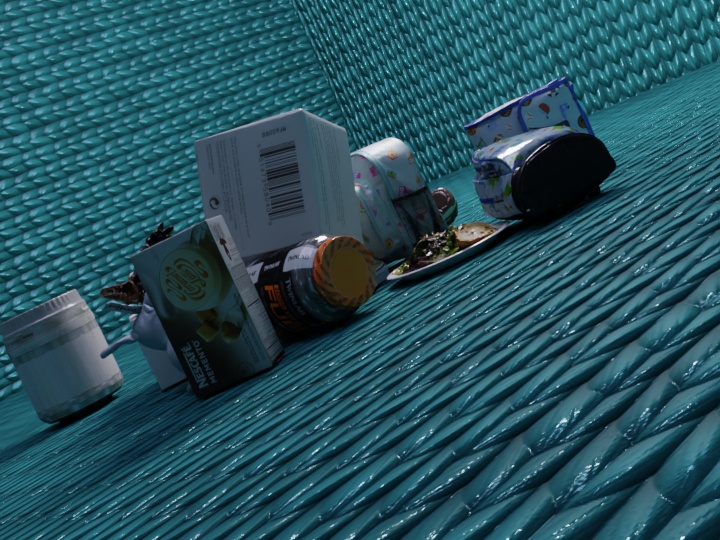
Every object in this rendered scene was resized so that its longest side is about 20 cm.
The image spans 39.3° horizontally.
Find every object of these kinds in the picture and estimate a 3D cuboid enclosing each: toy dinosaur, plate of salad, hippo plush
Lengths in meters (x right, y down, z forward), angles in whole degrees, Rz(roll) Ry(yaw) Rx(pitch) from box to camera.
[{"bbox_3d":[-0.321,0.016,1.584,0.136,0.102,0.200,-48,5,34],"label":"toy dinosaur"},{"bbox_3d":[0.124,-0.038,1.473,0.198,0.048,0.200,-26,6,3],"label":"plate of salad"},{"bbox_3d":[-0.241,0.069,1.425,0.198,0.161,0.160,-6,24,-36],"label":"hippo plush"}]

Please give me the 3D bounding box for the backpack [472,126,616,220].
[{"bbox_3d":[0.246,-0.138,1.473,0.162,0.155,0.200,-30,-5,-14],"label":"backpack"}]

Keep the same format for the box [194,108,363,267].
[{"bbox_3d":[-0.123,-0.115,1.549,0.198,0.202,0.171,-12,-7,23],"label":"box"}]

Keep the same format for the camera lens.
[{"bbox_3d":[-0.520,0.154,1.764,0.159,0.202,0.160,-24,5,2],"label":"camera lens"}]

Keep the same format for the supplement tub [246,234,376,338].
[{"bbox_3d":[-0.075,0.022,1.406,0.122,0.124,0.199,-29,6,-40],"label":"supplement tub"}]

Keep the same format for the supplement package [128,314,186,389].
[{"bbox_3d":[-0.298,0.105,1.632,0.119,0.122,0.200,-26,5,-13],"label":"supplement package"}]

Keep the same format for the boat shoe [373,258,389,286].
[{"bbox_3d":[0.000,0.000,1.588,0.071,0.063,0.200,-24,4,10],"label":"boat shoe"}]

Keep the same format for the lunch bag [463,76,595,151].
[{"bbox_3d":[0.308,-0.226,1.767,0.199,0.171,0.124,-20,10,36],"label":"lunch bag"}]

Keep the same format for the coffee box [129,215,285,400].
[{"bbox_3d":[-0.194,0.046,1.293,0.113,0.202,0.080,-23,4,10],"label":"coffee box"}]

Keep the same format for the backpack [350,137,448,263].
[{"bbox_3d":[0.038,-0.115,1.698,0.152,0.202,0.175,-18,2,-23],"label":"backpack"}]

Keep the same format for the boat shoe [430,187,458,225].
[{"bbox_3d":[0.097,-0.067,1.866,0.201,0.075,0.075,-32,-31,8],"label":"boat shoe"}]
